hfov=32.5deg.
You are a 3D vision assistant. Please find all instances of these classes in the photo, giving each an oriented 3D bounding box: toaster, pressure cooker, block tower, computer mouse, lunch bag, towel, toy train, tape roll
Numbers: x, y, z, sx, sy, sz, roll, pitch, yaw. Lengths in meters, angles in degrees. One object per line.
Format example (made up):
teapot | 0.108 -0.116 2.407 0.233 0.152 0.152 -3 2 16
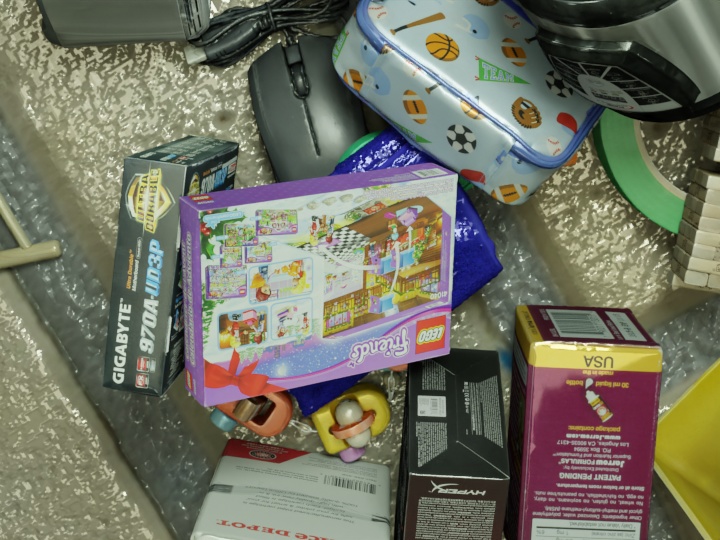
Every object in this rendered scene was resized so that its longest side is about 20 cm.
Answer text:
toaster | -0.173 -0.239 0.880 0.127 0.200 0.115 0 71 -2
pressure cooker | 0.198 -0.197 0.812 0.177 0.200 0.178 -27 59 19
block tower | 0.280 -0.080 0.915 0.053 0.058 0.203 10 102 0
computer mouse | -0.046 -0.119 0.966 0.137 0.053 0.202 -21 100 4
lunch bag | 0.085 -0.156 0.905 0.199 0.161 0.076 40 143 2
towel | 0.000 0.000 0.926 0.199 0.050 0.148 -36 108 -3
toy train | -0.027 0.077 0.997 0.150 0.056 0.201 39 99 -11
tape roll | 0.280 -0.125 0.959 0.197 0.048 0.204 0 101 2

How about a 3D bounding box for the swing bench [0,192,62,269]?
swing bench | -0.360 -0.005 0.922 0.198 0.199 0.131 -29 99 6

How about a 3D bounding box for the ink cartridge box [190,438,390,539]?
ink cartridge box | -0.052 0.212 0.954 0.142 0.200 0.085 10 101 0

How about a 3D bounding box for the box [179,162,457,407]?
box | -0.026 0.007 0.854 0.197 0.039 0.139 -9 112 -28

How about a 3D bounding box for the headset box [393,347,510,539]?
headset box | 0.065 0.184 0.949 0.076 0.150 0.202 2 122 1

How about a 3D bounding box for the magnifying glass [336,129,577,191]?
magnifying glass | 0.075 -0.078 0.963 0.197 0.022 0.081 -11 107 -10

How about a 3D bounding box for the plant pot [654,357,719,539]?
plant pot | 0.369 0.158 0.947 0.176 0.200 0.200 41 99 -18

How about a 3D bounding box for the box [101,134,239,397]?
box | -0.136 -0.012 0.913 0.045 0.200 0.161 9 101 3

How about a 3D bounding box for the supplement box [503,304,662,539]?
supplement box | 0.170 0.139 0.970 0.101 0.131 0.203 2 102 1
